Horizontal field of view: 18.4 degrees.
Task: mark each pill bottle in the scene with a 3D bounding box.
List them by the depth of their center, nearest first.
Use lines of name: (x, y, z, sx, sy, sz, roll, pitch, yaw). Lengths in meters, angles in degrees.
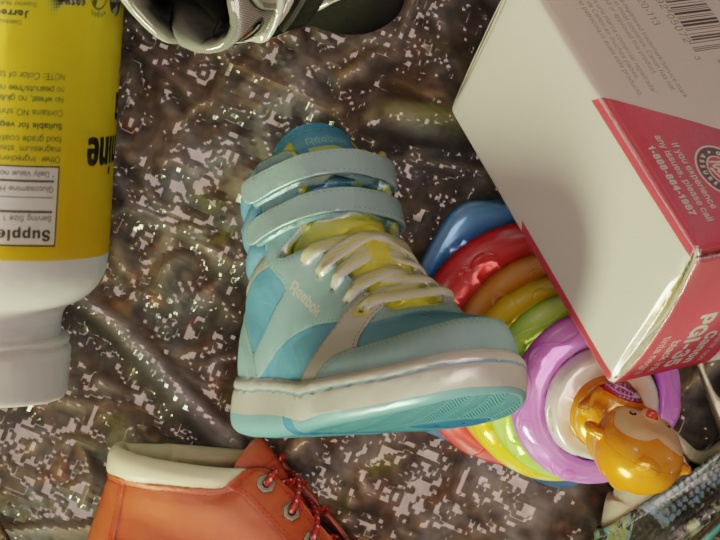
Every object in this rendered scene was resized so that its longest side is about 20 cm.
pill bottle: (-0.156, -0.050, 0.913, 0.111, 0.112, 0.202, 4, 98, -4)

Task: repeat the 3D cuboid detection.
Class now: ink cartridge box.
ink cartridge box: (0.160, -0.050, 0.876, 0.198, 0.083, 0.147, -9, 55, -30)

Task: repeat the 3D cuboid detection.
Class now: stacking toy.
stacking toy: (0.086, 0.047, 0.893, 0.115, 0.200, 0.111, 24, 96, -14)

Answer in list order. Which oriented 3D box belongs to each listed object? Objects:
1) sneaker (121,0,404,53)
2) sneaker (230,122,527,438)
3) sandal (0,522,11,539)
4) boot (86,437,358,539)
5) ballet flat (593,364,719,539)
sneaker: (-0.050, -0.116, 0.882, 0.074, 0.199, 0.089, -29, 60, 32)
sneaker: (0.000, 0.000, 0.893, 0.079, 0.200, 0.132, 2, 84, -28)
sandal: (-0.207, 0.100, 0.963, 0.080, 0.054, 0.201, -34, 83, -4)
boot: (-0.024, 0.129, 0.966, 0.198, 0.075, 0.108, 7, 92, -3)
ballet flat: (0.156, 0.073, 0.974, 0.200, 0.074, 0.074, -40, 98, -5)
